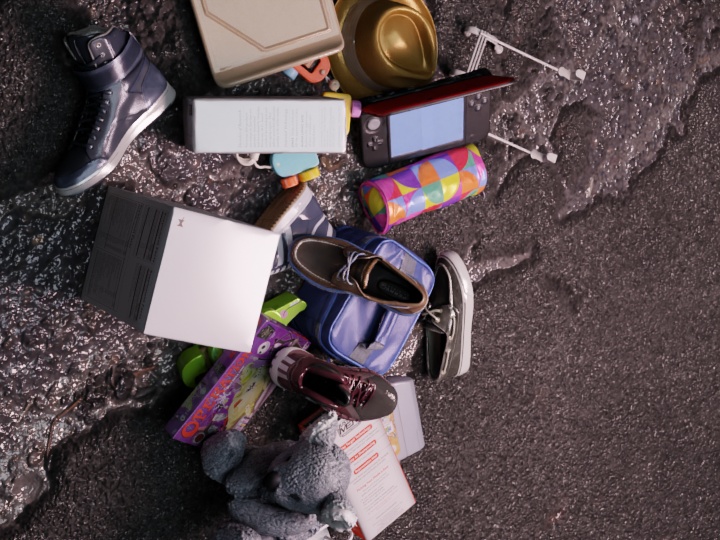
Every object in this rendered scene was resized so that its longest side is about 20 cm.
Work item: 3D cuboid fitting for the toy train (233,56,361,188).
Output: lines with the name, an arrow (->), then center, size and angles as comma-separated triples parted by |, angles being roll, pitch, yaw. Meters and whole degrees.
toy train -> -0.087, -0.214, 1.660 | 0.149, 0.056, 0.201 | 31, 88, -17

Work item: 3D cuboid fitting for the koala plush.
koala plush -> -0.082, 0.276, 1.602 | 0.182, 0.199, 0.179 | 7, 62, -38

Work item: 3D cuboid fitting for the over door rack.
over door rack -> 0.219, -0.260, 1.840 | 0.198, 0.067, 0.149 | 19, 89, -15

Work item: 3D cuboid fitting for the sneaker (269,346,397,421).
sneaker -> -0.019, 0.166, 1.626 | 0.198, 0.115, 0.076 | 19, 91, -28

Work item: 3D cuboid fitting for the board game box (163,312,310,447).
board game box -> -0.163, 0.152, 1.641 | 0.201, 0.032, 0.120 | -51, 143, 5

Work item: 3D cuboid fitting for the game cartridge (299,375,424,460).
game cartridge -> 0.005, 0.240, 1.830 | 0.199, 0.041, 0.135 | -23, 117, -29

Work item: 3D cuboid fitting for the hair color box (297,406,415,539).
hair color box -> -0.003, 0.280, 1.774 | 0.101, 0.061, 0.202 | -34, 118, -24

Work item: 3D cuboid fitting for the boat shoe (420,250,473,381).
boat shoe -> 0.128, 0.072, 1.857 | 0.063, 0.070, 0.202 | -15, 110, -32

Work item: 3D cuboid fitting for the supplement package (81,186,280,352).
supplement package -> -0.225, -0.004, 1.513 | 0.151, 0.199, 0.152 | 13, 92, -35

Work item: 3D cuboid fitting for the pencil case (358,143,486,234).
pencil case -> 0.093, -0.120, 1.784 | 0.198, 0.088, 0.089 | -21, 111, -29

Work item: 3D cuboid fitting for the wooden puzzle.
wooden puzzle -> -0.130, -0.356, 1.582 | 0.183, 0.037, 0.202 | -20, 103, -16

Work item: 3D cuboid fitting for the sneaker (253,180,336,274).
sneaker -> -0.112, -0.015, 1.671 | 0.200, 0.070, 0.109 | -50, 121, -19

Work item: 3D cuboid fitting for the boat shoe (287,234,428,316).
boat shoe -> 0.000, 0.000, 1.622 | 0.198, 0.072, 0.073 | 19, 82, -4

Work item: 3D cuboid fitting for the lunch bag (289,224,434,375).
lunch bag -> 0.002, 0.049, 1.726 | 0.135, 0.132, 0.202 | 32, 81, -35

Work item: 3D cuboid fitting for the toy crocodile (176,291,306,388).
toy crocodile -> -0.161, 0.089, 1.662 | 0.199, 0.067, 0.062 | -31, 120, -23

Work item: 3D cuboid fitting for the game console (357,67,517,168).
game console -> 0.105, -0.201, 1.689 | 0.198, 0.119, 0.174 | -15, 135, -10

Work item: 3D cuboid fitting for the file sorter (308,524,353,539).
file sorter -> -0.074, 0.432, 1.762 | 0.138, 0.124, 0.202 | -29, 115, -27

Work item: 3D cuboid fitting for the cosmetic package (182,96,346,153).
cosmetic package -> -0.124, -0.187, 1.572 | 0.198, 0.102, 0.075 | -3, 100, -14

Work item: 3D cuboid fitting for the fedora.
fedora -> 0.047, -0.313, 1.708 | 0.199, 0.082, 0.203 | -9, 106, -33

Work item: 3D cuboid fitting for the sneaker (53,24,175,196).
sneaker -> -0.326, -0.201, 1.467 | 0.203, 0.076, 0.147 | -55, 136, -24
